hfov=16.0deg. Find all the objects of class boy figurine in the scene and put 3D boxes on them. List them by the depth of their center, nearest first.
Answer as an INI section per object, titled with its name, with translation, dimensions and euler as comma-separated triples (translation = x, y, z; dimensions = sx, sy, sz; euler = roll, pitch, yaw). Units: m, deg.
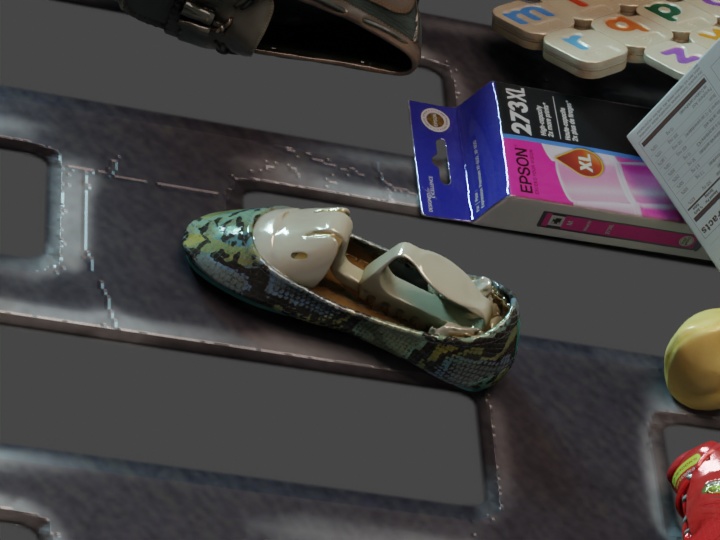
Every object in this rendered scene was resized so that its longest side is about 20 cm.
[boy figurine]
translation = 0.269, 0.047, 1.509
dimensions = 0.199, 0.065, 0.125
euler = -9, 58, -28

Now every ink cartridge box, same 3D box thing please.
[ink cartridge box]
translation = 0.130, -0.063, 1.564
dimensions = 0.198, 0.037, 0.095
euler = 7, 50, -15

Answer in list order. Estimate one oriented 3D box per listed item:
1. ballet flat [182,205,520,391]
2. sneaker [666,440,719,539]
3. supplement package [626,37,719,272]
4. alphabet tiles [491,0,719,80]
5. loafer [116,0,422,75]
[ballet flat]
translation = 0.000, 0.000, 1.433
dimensions = 0.199, 0.074, 0.075
euler = 21, 47, -5
[sneaker]
translation = 0.198, 0.139, 1.408
dimensions = 0.085, 0.077, 0.200
euler = 34, 39, 22
[supplement package]
translation = 0.293, -0.098, 1.545
dimensions = 0.199, 0.156, 0.111
euler = -14, 64, -46
[alphabet tiles]
translation = 0.185, -0.166, 1.637
dimensions = 0.199, 0.015, 0.195
euler = -20, 37, -34
[loafer]
translation = -0.051, -0.156, 1.544
dimensions = 0.198, 0.072, 0.063
euler = 2, 57, -24
